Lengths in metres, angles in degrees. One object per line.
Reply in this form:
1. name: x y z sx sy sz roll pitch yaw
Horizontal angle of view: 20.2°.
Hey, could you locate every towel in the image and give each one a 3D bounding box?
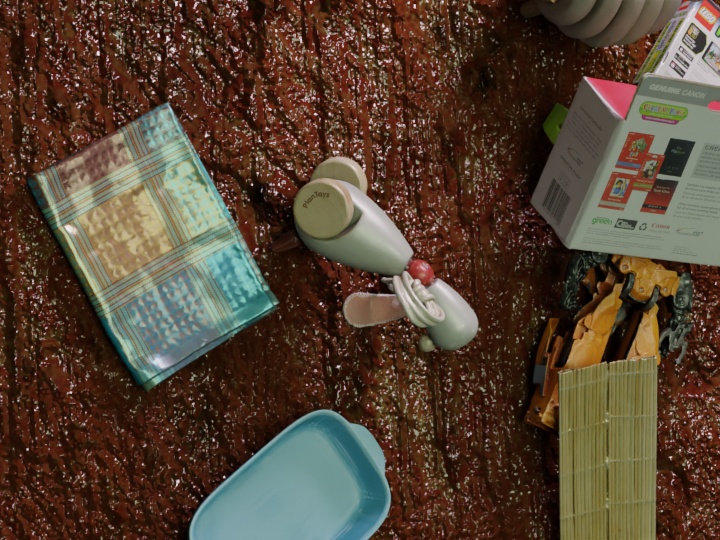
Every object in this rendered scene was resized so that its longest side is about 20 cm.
1. towel: -0.169 -0.020 1.670 0.146 0.022 0.201 -32 100 -26

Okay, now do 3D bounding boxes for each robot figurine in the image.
1. robot figurine: 0.225 0.063 1.842 0.145 0.058 0.201 28 75 -23

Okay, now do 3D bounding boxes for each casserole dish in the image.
1. casserole dish: -0.064 0.205 1.697 0.200 0.039 0.121 -40 104 -23

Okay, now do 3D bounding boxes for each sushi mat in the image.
1. sushi mat: 0.221 0.174 1.810 0.095 0.012 0.201 -6 109 -12

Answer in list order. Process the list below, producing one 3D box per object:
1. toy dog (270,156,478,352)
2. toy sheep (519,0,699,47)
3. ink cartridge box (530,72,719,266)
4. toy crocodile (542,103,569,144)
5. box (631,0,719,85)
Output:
1. toy dog: 0.000 0.000 1.710 0.200 0.096 0.132 55 21 18
2. toy sheep: 0.224 -0.264 1.826 0.199 0.138 0.139 -2 87 -27
3. ink cartridge box: 0.280 -0.103 1.795 0.199 0.084 0.176 7 120 -28
4. toy crocodile: 0.258 -0.111 1.875 0.199 0.062 0.068 8 119 -28
5. box: 0.363 -0.162 1.942 0.200 0.035 0.110 39 70 -19
